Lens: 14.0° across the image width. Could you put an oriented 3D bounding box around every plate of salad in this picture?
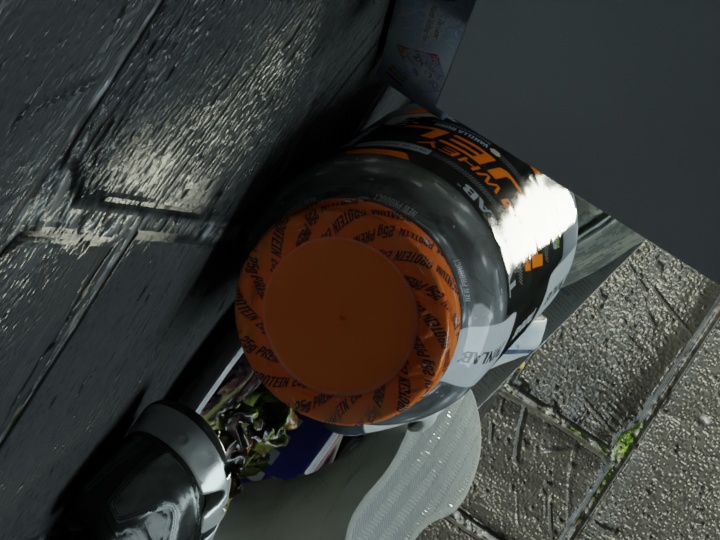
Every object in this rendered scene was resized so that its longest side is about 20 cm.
[{"bbox_3d":[-0.063,0.083,1.445,0.200,0.048,0.200,-56,172,-11],"label":"plate of salad"}]

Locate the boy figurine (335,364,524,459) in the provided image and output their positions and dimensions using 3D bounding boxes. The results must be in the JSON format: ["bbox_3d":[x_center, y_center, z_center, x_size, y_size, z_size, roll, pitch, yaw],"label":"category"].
[{"bbox_3d":[0.041,0.065,1.891,0.124,0.065,0.200,-12,-172,32],"label":"boy figurine"}]

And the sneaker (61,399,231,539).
[{"bbox_3d":[-0.106,0.154,1.325,0.090,0.066,0.200,-37,144,-37],"label":"sneaker"}]

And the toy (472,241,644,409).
[{"bbox_3d":[0.097,-0.005,1.710,0.200,0.115,0.047,-47,144,4],"label":"toy"}]

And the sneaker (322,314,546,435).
[{"bbox_3d":[0.030,0.044,1.515,0.200,0.073,0.071,-5,119,-60],"label":"sneaker"}]

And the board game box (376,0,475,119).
[{"bbox_3d":[0.088,-0.188,1.277,0.200,0.043,0.199,-53,173,-21],"label":"board game box"}]

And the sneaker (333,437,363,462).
[{"bbox_3d":[-0.014,0.161,1.694,0.104,0.060,0.200,-57,168,-16],"label":"sneaker"}]

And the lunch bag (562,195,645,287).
[{"bbox_3d":[0.106,-0.063,1.576,0.168,0.139,0.200,-47,173,-1],"label":"lunch bag"}]

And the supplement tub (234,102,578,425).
[{"bbox_3d":[0.020,-0.003,1.320,0.123,0.122,0.200,-59,173,21],"label":"supplement tub"}]

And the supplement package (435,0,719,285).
[{"bbox_3d":[0.172,-0.119,1.207,0.200,0.191,0.147,-49,168,-39],"label":"supplement package"}]

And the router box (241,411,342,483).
[{"bbox_3d":[-0.086,0.166,1.659,0.200,0.049,0.180,-54,172,-25],"label":"router box"}]

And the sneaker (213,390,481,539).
[{"bbox_3d":[-0.017,0.114,1.557,0.200,0.115,0.074,-41,120,-57],"label":"sneaker"}]
